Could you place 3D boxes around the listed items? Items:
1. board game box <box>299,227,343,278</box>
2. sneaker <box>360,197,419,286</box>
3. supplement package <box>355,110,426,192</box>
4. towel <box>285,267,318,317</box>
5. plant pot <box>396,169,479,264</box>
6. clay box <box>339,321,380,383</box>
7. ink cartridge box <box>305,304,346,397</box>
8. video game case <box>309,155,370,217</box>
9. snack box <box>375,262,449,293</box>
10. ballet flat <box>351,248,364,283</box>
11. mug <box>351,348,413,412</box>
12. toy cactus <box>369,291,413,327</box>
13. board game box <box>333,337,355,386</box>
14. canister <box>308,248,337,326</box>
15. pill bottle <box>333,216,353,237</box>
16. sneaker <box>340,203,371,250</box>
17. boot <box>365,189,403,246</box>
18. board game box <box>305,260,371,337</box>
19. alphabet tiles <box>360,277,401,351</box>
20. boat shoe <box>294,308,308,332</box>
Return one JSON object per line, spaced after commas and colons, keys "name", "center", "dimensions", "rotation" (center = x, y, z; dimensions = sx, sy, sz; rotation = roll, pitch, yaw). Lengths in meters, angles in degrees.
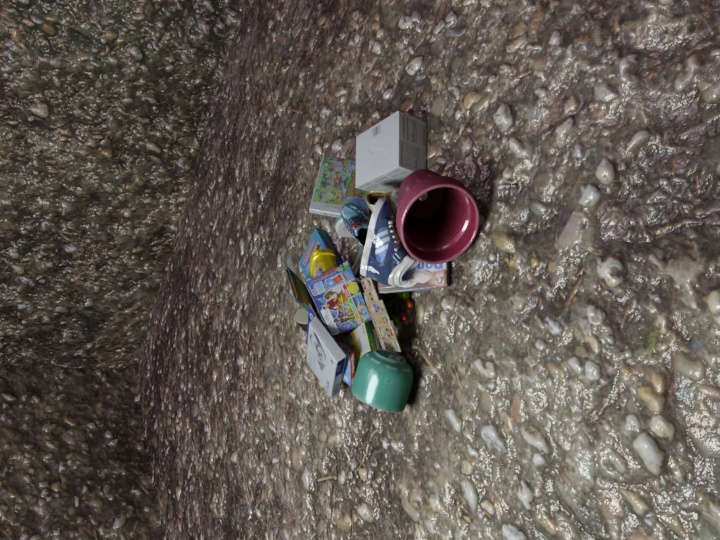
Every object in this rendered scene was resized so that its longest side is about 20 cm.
{"name": "board game box", "center": [-0.133, -0.020, 1.805], "dimensions": [0.155, 0.044, 0.202], "rotation": [-61, 40, 27]}
{"name": "sneaker", "center": [0.086, -0.065, 1.338], "dimensions": [0.141, 0.081, 0.208], "rotation": [14, 89, 10]}
{"name": "supplement package", "center": [0.084, -0.324, 1.512], "dimensions": [0.197, 0.108, 0.163], "rotation": [-14, 71, 52]}
{"name": "towel", "center": [-0.157, 0.094, 1.647], "dimensions": [0.021, 0.201, 0.148], "rotation": [-34, 42, 7]}
{"name": "plant pot", "center": [0.168, -0.149, 1.297], "dimensions": [0.204, 0.194, 0.181], "rotation": [-61, 24, 24]}
{"name": "clay box", "center": [-0.016, 0.248, 1.569], "dimensions": [0.199, 0.046, 0.119], "rotation": [-42, 53, 43]}
{"name": "ink cartridge box", "center": [-0.117, 0.235, 1.555], "dimensions": [0.201, 0.040, 0.203], "rotation": [50, 149, 30]}
{"name": "video game case", "center": [-0.047, -0.247, 1.600], "dimensions": [0.022, 0.175, 0.206], "rotation": [92, -172, -61]}
{"name": "snack box", "center": [0.128, 0.013, 1.362], "dimensions": [0.193, 0.024, 0.075], "rotation": [-7, 77, 25]}
{"name": "ballet flat", "center": [0.000, 0.000, 1.599], "dimensions": [0.063, 0.067, 0.203], "rotation": [41, 123, 16]}
{"name": "mug", "center": [0.052, 0.267, 1.378], "dimensions": [0.183, 0.148, 0.119], "rotation": [27, 102, 53]}
{"name": "toy cactus", "center": [0.066, 0.080, 1.470], "dimensions": [0.166, 0.099, 0.205], "rotation": [-54, 50, 46]}
{"name": "board game box", "center": [-0.076, 0.246, 1.569], "dimensions": [0.198, 0.019, 0.107], "rotation": [29, 125, 50]}
{"name": "canister", "center": [-0.099, 0.055, 1.611], "dimensions": [0.203, 0.083, 0.153], "rotation": [-112, 27, -51]}
{"name": "pill bottle", "center": [-0.040, -0.218, 1.663], "dimensions": [0.113, 0.110, 0.206], "rotation": [-40, 50, 41]}
{"name": "sneaker", "center": [0.007, -0.118, 1.477], "dimensions": [0.079, 0.095, 0.202], "rotation": [-39, 68, 3]}
{"name": "boot", "center": [0.090, -0.125, 1.417], "dimensions": [0.071, 0.157, 0.200], "rotation": [-36, 36, -9]}
{"name": "board game box", "center": [-0.058, 0.084, 1.493], "dimensions": [0.131, 0.204, 0.035], "rotation": [-22, 37, 0]}
{"name": "alphabet tiles", "center": [0.048, 0.116, 1.417], "dimensions": [0.167, 0.007, 0.207], "rotation": [150, 100, -76]}
{"name": "boat shoe", "center": [-0.134, 0.177, 1.750], "dimensions": [0.197, 0.064, 0.075], "rotation": [12, 57, 43]}
